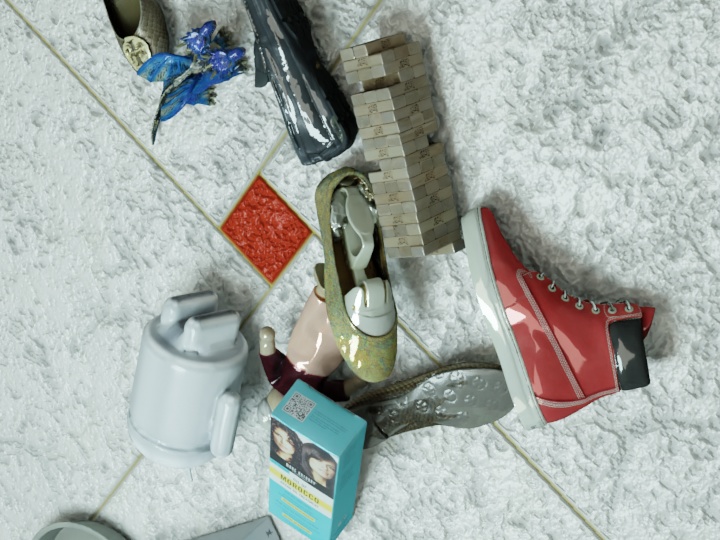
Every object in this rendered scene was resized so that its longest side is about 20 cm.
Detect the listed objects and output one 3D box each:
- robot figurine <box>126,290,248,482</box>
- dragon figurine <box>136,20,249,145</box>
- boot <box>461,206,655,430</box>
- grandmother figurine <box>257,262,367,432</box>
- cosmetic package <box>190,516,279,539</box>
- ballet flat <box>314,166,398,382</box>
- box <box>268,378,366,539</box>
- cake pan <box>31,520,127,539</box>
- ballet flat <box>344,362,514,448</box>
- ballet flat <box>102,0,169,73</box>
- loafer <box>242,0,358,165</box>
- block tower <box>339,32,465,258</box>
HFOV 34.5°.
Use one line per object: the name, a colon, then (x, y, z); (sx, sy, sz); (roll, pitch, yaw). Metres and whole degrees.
robot figurine: (-0.182, 0.123, 1.218); (0.169, 0.112, 0.203); (39, 124, 39)
dragon figurine: (-0.174, -0.183, 1.120); (0.198, 0.099, 0.060); (-28, 92, 36)
boot: (0.177, 0.021, 1.026); (0.142, 0.072, 0.203); (-22, 80, 10)
grandmother figurine: (-0.049, 0.092, 1.171); (0.120, 0.061, 0.201); (31, 122, 0)
cosmetic package: (-0.161, 0.411, 1.298); (0.198, 0.123, 0.202); (-23, 95, 31)
ballet flat: (0.000, 0.000, 1.074); (0.070, 0.070, 0.204); (-18, 76, 32)
box: (-0.046, 0.198, 1.157); (0.081, 0.049, 0.202); (29, 145, 17)
cake pan: (-0.328, 0.396, 1.434); (0.197, 0.037, 0.204); (10, 111, 26)
ballet flat: (0.065, 0.126, 1.122); (0.198, 0.046, 0.068); (-21, 106, 29)
ballet flat: (-0.242, -0.287, 1.150); (0.066, 0.046, 0.204); (-11, 98, 34)
loafer: (-0.073, -0.194, 1.080); (0.070, 0.068, 0.203); (-23, 98, 23)
block tower: (0.039, -0.107, 1.048); (0.054, 0.057, 0.204); (-2, 107, 49)
